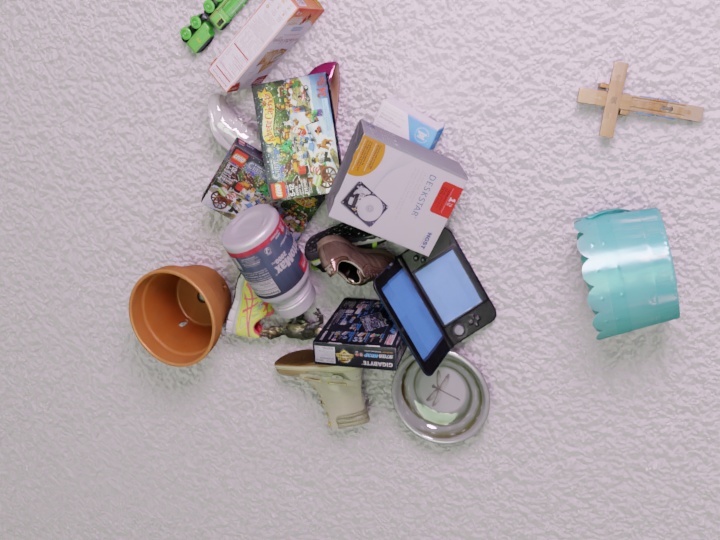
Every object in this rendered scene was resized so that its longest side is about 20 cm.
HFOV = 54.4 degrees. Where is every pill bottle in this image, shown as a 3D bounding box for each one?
[{"bbox_3d":[-0.164,-0.012,1.323,0.117,0.121,0.202,-14,129,21],"label":"pill bottle"}]

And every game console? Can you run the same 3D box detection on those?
[{"bbox_3d":[0.139,0.053,1.266,0.168,0.118,0.203,-31,97,6],"label":"game console"}]

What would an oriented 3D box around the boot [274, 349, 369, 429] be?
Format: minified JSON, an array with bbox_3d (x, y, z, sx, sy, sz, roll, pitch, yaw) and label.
[{"bbox_3d":[-0.080,0.247,1.449,0.195,0.072,0.159,-1,112,24],"label":"boot"}]

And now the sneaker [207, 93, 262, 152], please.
[{"bbox_3d":[-0.218,-0.252,1.340,0.097,0.078,0.203,-22,108,16],"label":"sneaker"}]

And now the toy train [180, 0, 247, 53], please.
[{"bbox_3d":[-0.257,-0.482,1.292,0.199,0.042,0.057,-38,103,24],"label":"toy train"}]

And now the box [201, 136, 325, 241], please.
[{"bbox_3d":[-0.184,-0.141,1.329,0.197,0.038,0.137,28,117,-22],"label":"box"}]

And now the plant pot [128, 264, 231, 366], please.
[{"bbox_3d":[-0.355,0.077,1.446,0.194,0.140,0.206,5,108,17],"label":"plant pot"}]

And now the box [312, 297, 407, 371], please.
[{"bbox_3d":[0.015,0.113,1.302,0.154,0.200,0.047,2,112,16],"label":"box"}]

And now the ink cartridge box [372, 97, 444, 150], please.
[{"bbox_3d":[0.055,-0.191,1.265,0.114,0.067,0.203,28,113,7],"label":"ink cartridge box"}]

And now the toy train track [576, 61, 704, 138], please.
[{"bbox_3d":[0.449,-0.269,1.134,0.194,0.033,0.118,11,103,8],"label":"toy train track"}]

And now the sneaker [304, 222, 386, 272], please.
[{"bbox_3d":[-0.015,-0.049,1.346,0.195,0.073,0.083,-15,135,22],"label":"sneaker"}]

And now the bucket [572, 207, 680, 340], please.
[{"bbox_3d":[0.429,0.000,1.135,0.131,0.207,0.213,-11,104,18],"label":"bucket"}]

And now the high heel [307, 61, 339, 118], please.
[{"bbox_3d":[-0.050,-0.270,1.277,0.094,0.067,0.205,-17,88,33],"label":"high heel"}]

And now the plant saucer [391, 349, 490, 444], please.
[{"bbox_3d":[0.159,0.240,1.378,0.194,0.050,0.206,6,109,17],"label":"plant saucer"}]

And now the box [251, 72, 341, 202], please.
[{"bbox_3d":[-0.108,-0.233,1.238,0.133,0.038,0.206,-8,100,6],"label":"box"}]

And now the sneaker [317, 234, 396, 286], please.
[{"bbox_3d":[0.000,0.000,1.282,0.070,0.197,0.077,-36,52,36],"label":"sneaker"}]

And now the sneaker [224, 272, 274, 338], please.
[{"bbox_3d":[-0.212,0.052,1.434,0.088,0.079,0.204,20,118,2],"label":"sneaker"}]

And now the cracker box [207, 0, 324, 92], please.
[{"bbox_3d":[-0.164,-0.406,1.233,0.199,0.134,0.058,-40,94,25],"label":"cracker box"}]

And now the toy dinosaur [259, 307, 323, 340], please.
[{"bbox_3d":[-0.108,0.111,1.425,0.194,0.048,0.090,8,123,9],"label":"toy dinosaur"}]

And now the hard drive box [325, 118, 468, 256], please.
[{"bbox_3d":[0.059,-0.139,1.192,0.195,0.077,0.159,19,114,-16],"label":"hard drive box"}]
